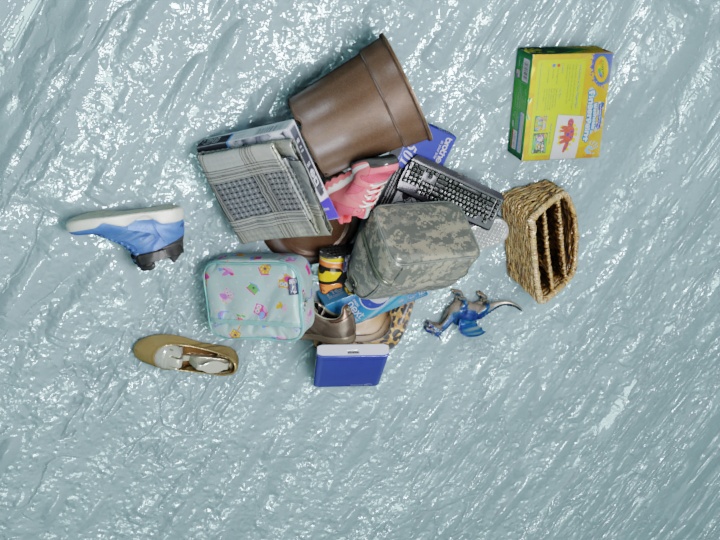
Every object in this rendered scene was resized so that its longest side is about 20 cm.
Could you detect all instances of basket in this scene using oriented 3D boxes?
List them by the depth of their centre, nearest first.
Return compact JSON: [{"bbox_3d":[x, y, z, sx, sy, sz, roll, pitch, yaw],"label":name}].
[{"bbox_3d":[0.369,-0.059,1.848,0.142,0.149,0.201,-16,116,-11],"label":"basket"}]

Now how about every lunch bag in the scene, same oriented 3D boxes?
[{"bbox_3d":[0.085,-0.023,1.680,0.199,0.140,0.168,-7,147,-28],"label":"lunch bag"},{"bbox_3d":[-0.180,0.051,1.707,0.199,0.077,0.162,2,105,17],"label":"lunch bag"}]

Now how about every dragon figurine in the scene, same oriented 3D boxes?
[{"bbox_3d":[0.222,0.095,1.918,0.199,0.059,0.100,4,112,-19],"label":"dragon figurine"}]

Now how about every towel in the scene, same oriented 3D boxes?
[{"bbox_3d":[-0.162,-0.127,1.599,0.199,0.035,0.193,-5,124,29],"label":"towel"}]

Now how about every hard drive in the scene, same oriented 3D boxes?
[{"bbox_3d":[-0.021,0.183,1.811,0.131,0.026,0.200,-1,158,-5],"label":"hard drive"}]

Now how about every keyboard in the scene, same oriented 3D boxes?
[{"bbox_3d":[0.156,-0.121,1.752,0.199,0.021,0.128,22,105,-13],"label":"keyboard"}]

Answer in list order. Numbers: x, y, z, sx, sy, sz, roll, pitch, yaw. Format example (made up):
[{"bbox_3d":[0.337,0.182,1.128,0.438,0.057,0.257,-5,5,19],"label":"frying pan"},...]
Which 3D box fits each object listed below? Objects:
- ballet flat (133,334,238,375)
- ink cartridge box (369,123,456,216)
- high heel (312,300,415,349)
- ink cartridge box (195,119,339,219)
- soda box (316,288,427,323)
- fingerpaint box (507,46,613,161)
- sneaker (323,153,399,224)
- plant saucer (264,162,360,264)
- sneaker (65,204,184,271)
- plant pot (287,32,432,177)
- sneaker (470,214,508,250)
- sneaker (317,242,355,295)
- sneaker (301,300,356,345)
[{"bbox_3d":[-0.321,0.161,1.770,0.199,0.063,0.069,6,110,-20],"label":"ballet flat"},{"bbox_3d":[0.091,-0.179,1.763,0.094,0.044,0.201,18,106,-26],"label":"ink cartridge box"},{"bbox_3d":[0.006,0.106,1.844,0.142,0.072,0.200,28,111,-33],"label":"high heel"},{"bbox_3d":[-0.160,-0.150,1.634,0.197,0.043,0.201,-7,124,30],"label":"ink cartridge box"},{"bbox_3d":[0.023,0.044,1.826,0.199,0.068,0.064,-22,118,-8],"label":"soda box"},{"bbox_3d":[0.373,-0.314,1.779,0.166,0.073,0.201,-5,115,-15],"label":"fingerpaint box"},{"bbox_3d":[0.010,-0.137,1.615,0.073,0.200,0.087,-16,85,-36],"label":"sneaker"},{"bbox_3d":[-0.088,-0.098,1.747,0.199,0.037,0.202,-7,116,-15],"label":"plant saucer"},{"bbox_3d":[-0.403,-0.049,1.642,0.199,0.077,0.112,-8,106,-22],"label":"sneaker"},{"bbox_3d":[-0.006,-0.268,1.618,0.197,0.201,0.201,-27,119,3],"label":"plant pot"},{"bbox_3d":[0.180,-0.065,1.826,0.199,0.079,0.079,-13,114,-4],"label":"sneaker"},{"bbox_3d":[0.000,0.000,1.779,0.199,0.070,0.091,-4,112,-39],"label":"sneaker"},{"bbox_3d":[-0.100,0.089,1.772,0.199,0.070,0.076,4,107,20],"label":"sneaker"}]
